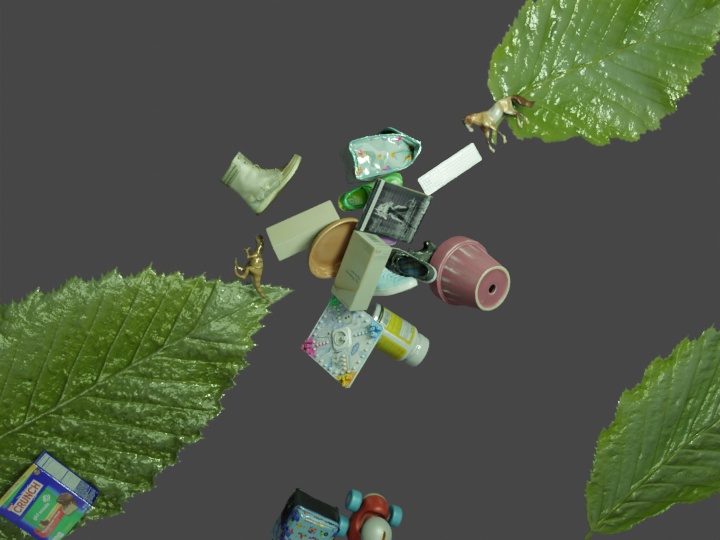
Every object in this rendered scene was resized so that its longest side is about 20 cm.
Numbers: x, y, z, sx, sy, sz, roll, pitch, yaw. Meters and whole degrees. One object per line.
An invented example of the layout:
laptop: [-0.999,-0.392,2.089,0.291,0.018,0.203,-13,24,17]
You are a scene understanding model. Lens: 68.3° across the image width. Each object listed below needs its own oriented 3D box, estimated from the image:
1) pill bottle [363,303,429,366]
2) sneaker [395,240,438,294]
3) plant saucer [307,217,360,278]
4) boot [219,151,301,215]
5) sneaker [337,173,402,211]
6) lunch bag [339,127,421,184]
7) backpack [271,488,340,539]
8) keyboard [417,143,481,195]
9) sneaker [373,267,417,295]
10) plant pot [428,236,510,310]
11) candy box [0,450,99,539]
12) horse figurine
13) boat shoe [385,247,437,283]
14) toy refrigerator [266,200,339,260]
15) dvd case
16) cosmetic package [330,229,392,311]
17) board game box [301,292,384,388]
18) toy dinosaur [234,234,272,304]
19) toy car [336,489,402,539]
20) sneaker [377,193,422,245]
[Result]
pill bottle: [0.097,0.193,1.561,0.198,0.114,0.115,33,92,-13]
sneaker: [0.151,-0.015,1.565,0.199,0.066,0.091,-39,101,-6]
plant saucer: [-0.067,-0.066,1.480,0.198,0.038,0.202,-27,143,-22]
boot: [-0.270,-0.273,1.444,0.154,0.072,0.201,41,91,-11]
sneaker: [0.034,-0.214,1.499,0.197,0.084,0.075,-24,102,-6]
lunch bag: [0.056,-0.314,1.442,0.196,0.170,0.124,-17,98,-8]
backpack: [-0.175,0.797,1.600,0.181,0.135,0.202,31,95,-12]
keyboard: [0.264,-0.298,1.565,0.198,0.011,0.057,-34,103,-4]
sneaker: [0.067,0.025,1.503,0.197,0.074,0.084,-8,99,35]
plant pot: [0.319,0.021,1.512,0.197,0.178,0.204,-10,112,-27]
candy box: [-0.870,0.638,1.476,0.200,0.077,0.169,44,90,-12]
horse figurine: [0.406,-0.443,1.542,0.199,0.050,0.133,-39,86,6]
boat shoe: [0.121,-0.019,1.502,0.198,0.066,0.071,28,90,29]
toy refrigerator: [-0.154,-0.110,1.478,0.197,0.077,0.070,-25,144,-5]
dvd case: [0.096,-0.161,1.471,0.197,0.016,0.151,11,113,-35]
cosmetic package: [0.000,0.000,1.478,0.072,0.103,0.203,0,120,-44]
board game box: [-0.057,0.193,1.508,0.202,0.199,0.026,-59,148,4]
toy dinosaur: [-0.299,0.003,1.487,0.104,0.060,0.204,-1,99,-12]
toy car: [0.033,0.799,1.602,0.182,0.200,0.179,26,94,-13]
sneaker: [0.108,-0.144,1.542,0.198,0.073,0.116,-26,122,-11]
